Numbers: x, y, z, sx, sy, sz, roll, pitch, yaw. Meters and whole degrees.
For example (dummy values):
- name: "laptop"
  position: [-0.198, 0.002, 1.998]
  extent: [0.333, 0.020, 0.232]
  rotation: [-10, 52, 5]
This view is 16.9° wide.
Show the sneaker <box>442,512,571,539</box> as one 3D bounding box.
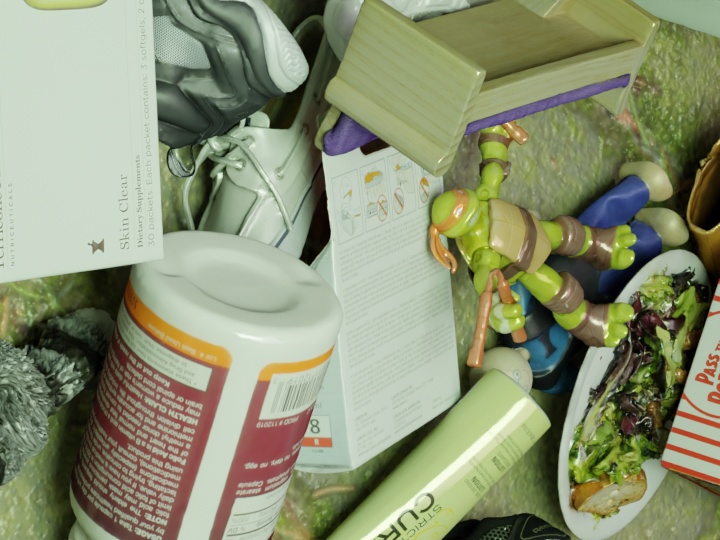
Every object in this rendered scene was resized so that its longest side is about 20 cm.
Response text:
- name: "sneaker"
  position: [0.070, 0.233, 1.516]
  extent: [0.076, 0.114, 0.200]
  rotation: [0, 123, -46]

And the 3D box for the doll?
- name: "doll"
  position: [0.131, 0.013, 1.552]
  extent: [0.200, 0.048, 0.137]
  rotation: [-48, 131, -29]

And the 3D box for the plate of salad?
- name: "plate of salad"
  position: [0.189, 0.085, 1.583]
  extent: [0.200, 0.048, 0.201]
  rotation: [-33, 133, -45]

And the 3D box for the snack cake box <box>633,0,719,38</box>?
- name: "snack cake box"
  position: [0.284, -0.217, 1.613]
  extent: [0.200, 0.115, 0.067]
  rotation: [-26, 126, -37]

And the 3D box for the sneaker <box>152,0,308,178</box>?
- name: "sneaker"
  position: [-0.129, -0.140, 1.284]
  extent: [0.114, 0.075, 0.200]
  rotation: [-45, 101, 1]

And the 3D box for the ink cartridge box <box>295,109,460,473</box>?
- name: "ink cartridge box"
  position: [0.000, 0.000, 1.401]
  extent: [0.162, 0.050, 0.201]
  rotation: [-25, 110, -63]

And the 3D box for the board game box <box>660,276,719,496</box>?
- name: "board game box"
  position: [0.270, 0.080, 1.630]
  extent: [0.200, 0.046, 0.152]
  rotation: [30, 78, -64]

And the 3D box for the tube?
- name: "tube"
  position: [0.030, 0.147, 1.457]
  extent: [0.200, 0.052, 0.058]
  rotation: [-45, 94, -7]

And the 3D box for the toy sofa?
- name: "toy sofa"
  position: [0.071, -0.103, 1.328]
  extent: [0.200, 0.083, 0.098]
  rotation: [-21, 140, -52]

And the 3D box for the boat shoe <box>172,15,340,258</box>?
- name: "boat shoe"
  position: [-0.060, -0.064, 1.359]
  extent: [0.086, 0.074, 0.202]
  rotation: [50, 60, -33]

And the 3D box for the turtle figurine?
- name: "turtle figurine"
  position: [0.094, -0.007, 1.455]
  extent: [0.161, 0.064, 0.201]
  rotation: [26, 47, -37]

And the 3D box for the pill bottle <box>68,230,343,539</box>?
- name: "pill bottle"
  position: [-0.089, 0.090, 1.285]
  extent: [0.114, 0.114, 0.201]
  rotation: [-4, 123, -41]

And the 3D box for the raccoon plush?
- name: "raccoon plush"
  position: [-0.222, 0.039, 1.245]
  extent: [0.134, 0.097, 0.200]
  rotation: [57, 28, -14]

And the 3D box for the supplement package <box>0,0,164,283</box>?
- name: "supplement package"
  position: [-0.187, -0.103, 1.185]
  extent: [0.111, 0.155, 0.201]
  rotation: [-10, 102, -40]

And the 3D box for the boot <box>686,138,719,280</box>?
- name: "boot"
  position: [0.289, -0.082, 1.639]
  extent: [0.202, 0.071, 0.144]
  rotation: [-58, 154, -12]

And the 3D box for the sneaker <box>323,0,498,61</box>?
- name: "sneaker"
  position: [0.022, -0.150, 1.404]
  extent: [0.078, 0.099, 0.200]
  rotation: [-59, 156, 16]
